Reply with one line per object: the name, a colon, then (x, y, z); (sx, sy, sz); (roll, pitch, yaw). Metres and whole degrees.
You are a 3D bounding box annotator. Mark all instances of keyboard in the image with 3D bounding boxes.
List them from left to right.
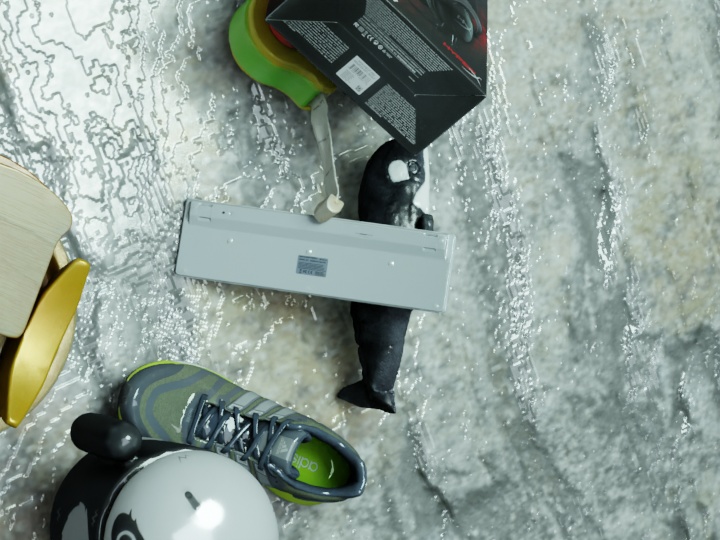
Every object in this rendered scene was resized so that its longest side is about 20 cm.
keyboard: (-0.033, -0.011, 1.512); (0.198, 0.011, 0.057); (8, 91, 11)

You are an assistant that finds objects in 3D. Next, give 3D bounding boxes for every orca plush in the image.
orca plush: (0.000, 0.000, 1.554); (0.071, 0.105, 0.201); (7, 108, -16)

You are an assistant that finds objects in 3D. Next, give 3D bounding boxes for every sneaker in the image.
sneaker: (-0.078, 0.115, 1.513); (0.199, 0.081, 0.074); (20, 81, -25)

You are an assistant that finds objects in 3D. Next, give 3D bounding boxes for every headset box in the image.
headset box: (0.016, -0.198, 1.517); (0.149, 0.077, 0.201); (42, 28, -21)

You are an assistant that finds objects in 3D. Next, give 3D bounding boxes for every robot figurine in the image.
robot figurine: (-0.135, 0.176, 1.417); (0.150, 0.200, 0.126); (23, 80, -25)

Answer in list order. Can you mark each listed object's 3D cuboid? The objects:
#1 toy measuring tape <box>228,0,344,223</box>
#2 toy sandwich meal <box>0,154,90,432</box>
toy measuring tape: (-0.055, -0.132, 1.516); (0.073, 0.074, 0.201); (4, 68, -26)
toy sandwich meal: (-0.268, 0.018, 1.424); (0.204, 0.070, 0.207); (0, 89, -27)
